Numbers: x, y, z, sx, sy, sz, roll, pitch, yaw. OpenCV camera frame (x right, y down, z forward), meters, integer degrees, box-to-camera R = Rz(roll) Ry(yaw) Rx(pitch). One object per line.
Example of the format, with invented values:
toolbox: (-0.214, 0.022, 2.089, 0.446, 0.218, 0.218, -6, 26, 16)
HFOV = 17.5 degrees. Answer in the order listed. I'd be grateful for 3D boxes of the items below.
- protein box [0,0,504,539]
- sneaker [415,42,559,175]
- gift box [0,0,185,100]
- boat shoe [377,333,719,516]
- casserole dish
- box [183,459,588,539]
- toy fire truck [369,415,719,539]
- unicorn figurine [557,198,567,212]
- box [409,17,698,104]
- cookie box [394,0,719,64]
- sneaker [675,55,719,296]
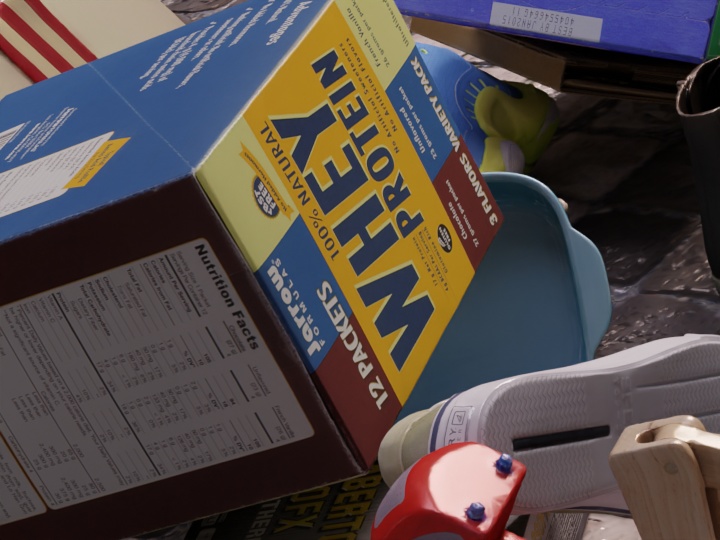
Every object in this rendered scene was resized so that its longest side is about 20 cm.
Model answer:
protein box: (-0.079, -0.003, 0.955, 0.199, 0.135, 0.199, -17, 23, 29)
sneaker: (0.036, -0.065, 1.252, 0.105, 0.076, 0.200, 31, 24, 5)
gift box: (-0.166, -0.046, 1.240, 0.200, 0.187, 0.185, -25, 28, 51)
boat shoe: (0.093, 0.060, 0.898, 0.199, 0.072, 0.062, 3, -4, -42)
casserole dish: (0.023, 0.025, 1.067, 0.199, 0.122, 0.039, -12, -3, 22)
box: (-0.004, 0.134, 0.913, 0.158, 0.048, 0.200, -10, 24, 21)
toy fire truck: (0.104, 0.097, 0.769, 0.199, 0.141, 0.049, 26, 36, 10)
unicorn figurine: (0.000, 0.000, 1.142, 0.199, 0.138, 0.074, 16, 39, 26)
box: (0.141, -0.121, 1.322, 0.163, 0.021, 0.200, 3, 13, -23)
cookie box: (0.124, -0.154, 1.213, 0.171, 0.076, 0.200, 12, 9, 18)
sneaker: (0.221, -0.077, 1.135, 0.075, 0.107, 0.200, -2, 28, 35)
